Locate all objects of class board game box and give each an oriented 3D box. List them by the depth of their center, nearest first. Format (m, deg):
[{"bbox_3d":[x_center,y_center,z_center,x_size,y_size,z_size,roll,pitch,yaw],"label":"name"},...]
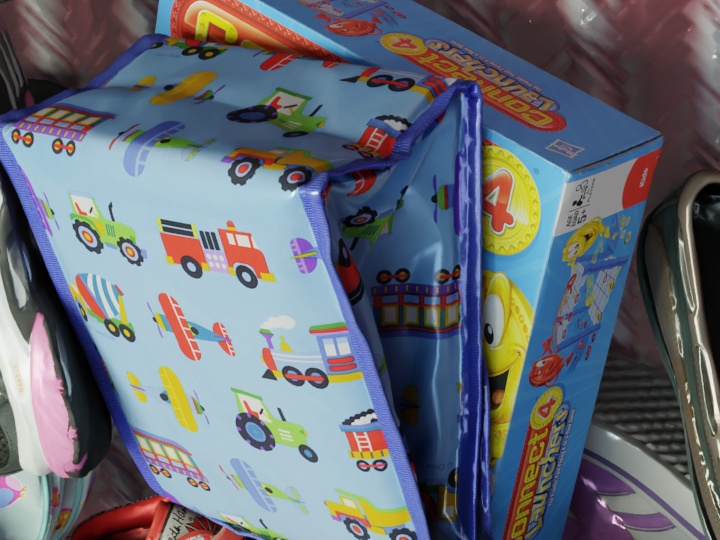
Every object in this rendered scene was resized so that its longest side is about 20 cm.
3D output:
[{"bbox_3d":[0.000,0.000,0.930,0.200,0.056,0.196,31,125,32],"label":"board game box"}]

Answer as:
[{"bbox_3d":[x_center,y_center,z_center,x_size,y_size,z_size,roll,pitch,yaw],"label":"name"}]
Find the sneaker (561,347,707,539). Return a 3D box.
[{"bbox_3d":[0.109,0.102,0.977,0.200,0.073,0.114,31,125,19],"label":"sneaker"}]

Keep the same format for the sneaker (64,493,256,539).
[{"bbox_3d":[-0.028,0.144,1.035,0.201,0.067,0.108,-1,123,11],"label":"sneaker"}]

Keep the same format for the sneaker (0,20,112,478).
[{"bbox_3d":[-0.159,-0.013,0.900,0.086,0.080,0.201,-13,93,7],"label":"sneaker"}]

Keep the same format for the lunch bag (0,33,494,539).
[{"bbox_3d":[-0.030,0.031,0.878,0.150,0.094,0.200,13,123,38],"label":"lunch bag"}]

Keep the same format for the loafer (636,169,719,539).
[{"bbox_3d":[0.149,0.058,0.883,0.072,0.063,0.200,-21,75,-4],"label":"loafer"}]

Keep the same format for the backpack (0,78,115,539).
[{"bbox_3d":[-0.175,0.029,1.021,0.166,0.127,0.200,4,121,17],"label":"backpack"}]

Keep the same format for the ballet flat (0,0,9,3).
[{"bbox_3d":[-0.129,-0.135,0.928,0.200,0.067,0.071,-5,92,38],"label":"ballet flat"}]
